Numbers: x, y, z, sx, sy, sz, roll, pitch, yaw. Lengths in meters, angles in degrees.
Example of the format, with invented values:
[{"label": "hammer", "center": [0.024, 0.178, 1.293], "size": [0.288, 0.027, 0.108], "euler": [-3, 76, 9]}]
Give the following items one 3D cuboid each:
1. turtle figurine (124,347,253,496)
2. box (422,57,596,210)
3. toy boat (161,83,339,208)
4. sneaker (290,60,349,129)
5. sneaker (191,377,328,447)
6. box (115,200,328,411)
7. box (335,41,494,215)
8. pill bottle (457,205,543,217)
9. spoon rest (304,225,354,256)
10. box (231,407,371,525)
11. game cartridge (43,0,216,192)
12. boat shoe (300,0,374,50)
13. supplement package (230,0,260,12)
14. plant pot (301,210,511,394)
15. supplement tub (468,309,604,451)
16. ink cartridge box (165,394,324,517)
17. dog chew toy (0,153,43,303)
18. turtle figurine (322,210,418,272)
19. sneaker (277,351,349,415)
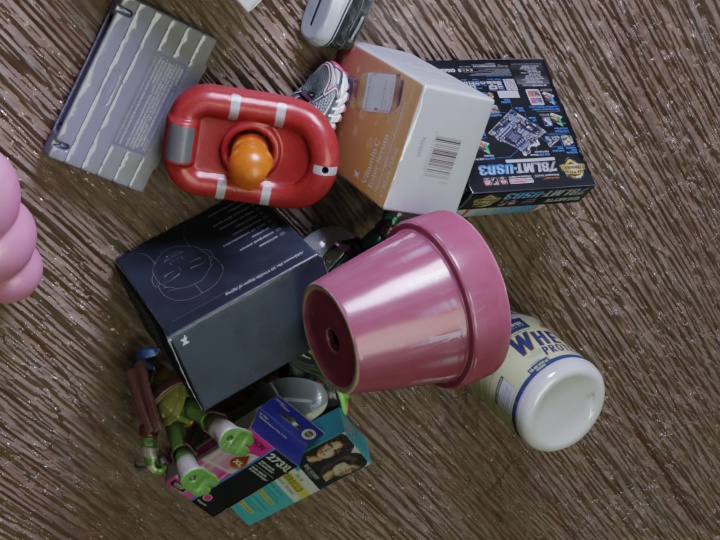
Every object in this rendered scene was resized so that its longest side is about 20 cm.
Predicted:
[{"label": "turtle figurine", "center": [-0.203, 0.198, 1.490], "size": [0.143, 0.194, 0.201], "euler": [-20, 126, -23]}, {"label": "box", "center": [0.181, -0.177, 1.525], "size": [0.199, 0.200, 0.050], "euler": [-7, 157, -29]}, {"label": "toy boat", "center": [-0.121, -0.128, 1.336], "size": [0.199, 0.131, 0.131], "euler": [7, 113, -10]}, {"label": "sneaker", "center": [-0.092, -0.172, 1.430], "size": [0.200, 0.081, 0.075], "euler": [-48, 127, 1]}, {"label": "sneaker", "center": [-0.125, 0.203, 1.597], "size": [0.199, 0.071, 0.080], "euler": [-25, 144, 17]}, {"label": "box", "center": [-0.157, 0.028, 1.423], "size": [0.199, 0.197, 0.124], "euler": [-29, 126, -14]}, {"label": "box", "center": [0.044, -0.172, 1.434], "size": [0.106, 0.200, 0.153], "euler": [6, 111, -33]}, {"label": "pill bottle", "center": [0.191, -0.130, 1.603], "size": [0.199, 0.109, 0.109], "euler": [-5, 117, -28]}, {"label": "spoon rest", "center": [-0.028, 0.035, 1.602], "size": [0.099, 0.061, 0.201], "euler": [-26, 112, -18]}, {"label": "box", "center": [-0.092, 0.271, 1.643], "size": [0.199, 0.049, 0.082], "euler": [-28, 129, 10]}, {"label": "game cartridge", "center": [-0.258, -0.198, 1.348], "size": [0.129, 0.038, 0.201], "euler": [20, 103, -41]}, {"label": "boat shoe", "center": [-0.003, -0.353, 1.404], "size": [0.071, 0.072, 0.201], "euler": [8, 121, -43]}, {"label": "supplement package", "center": [-0.159, -0.392, 1.248], "size": [0.120, 0.121, 0.200], "euler": [-46, 128, -1]}, {"label": "plant pot", "center": [0.041, 0.050, 1.332], "size": [0.178, 0.200, 0.201], "euler": [-17, 122, -26]}, {"label": "supplement tub", "center": [0.239, 0.151, 1.721], "size": [0.144, 0.200, 0.146], "euler": [-14, 121, -24]}, {"label": "ink cartridge box", "center": [-0.150, 0.243, 1.551], "size": [0.200, 0.037, 0.095], "euler": [-35, 121, 20]}, {"label": "dog chew toy", "center": [-0.407, -0.043, 1.290], "size": [0.124, 0.125, 0.201], "euler": [-32, 135, -12]}, {"label": "turtle figurine", "center": [0.000, 0.000, 1.506], "size": [0.101, 0.150, 0.200], "euler": [42, 73, -11]}, {"label": "sneaker", "center": [-0.067, 0.138, 1.626], "size": [0.083, 0.077, 0.201], "euler": [-12, 131, 12]}]
